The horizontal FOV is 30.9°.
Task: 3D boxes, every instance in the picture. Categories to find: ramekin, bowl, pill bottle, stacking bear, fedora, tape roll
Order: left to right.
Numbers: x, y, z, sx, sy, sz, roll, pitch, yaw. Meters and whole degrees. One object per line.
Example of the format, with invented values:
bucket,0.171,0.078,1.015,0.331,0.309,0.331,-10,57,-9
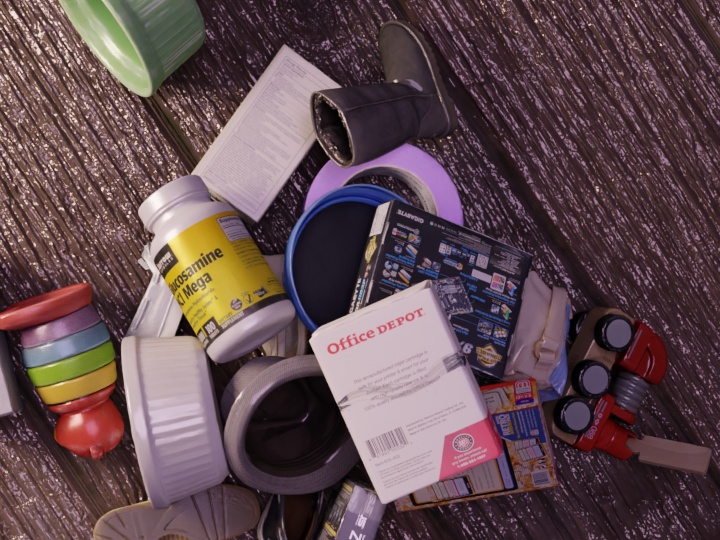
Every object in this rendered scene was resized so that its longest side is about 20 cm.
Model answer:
stacking bear,-0.342,0.126,1.549,0.113,0.121,0.201,-17,98,-2
ramekin,-0.274,-0.315,1.545,0.098,0.200,0.200,-39,92,-16
ramekin,-0.212,0.168,1.510,0.094,0.202,0.204,-12,87,-5
pill bottle,-0.170,-0.004,1.496,0.112,0.112,0.201,-31,79,-9
fedora,-0.085,0.165,1.515,0.199,0.090,0.178,15,105,-41
bowl,0.000,0.000,1.542,0.200,0.039,0.202,4,82,-27
tape roll,0.025,-0.059,1.630,0.199,0.066,0.201,1,86,-7

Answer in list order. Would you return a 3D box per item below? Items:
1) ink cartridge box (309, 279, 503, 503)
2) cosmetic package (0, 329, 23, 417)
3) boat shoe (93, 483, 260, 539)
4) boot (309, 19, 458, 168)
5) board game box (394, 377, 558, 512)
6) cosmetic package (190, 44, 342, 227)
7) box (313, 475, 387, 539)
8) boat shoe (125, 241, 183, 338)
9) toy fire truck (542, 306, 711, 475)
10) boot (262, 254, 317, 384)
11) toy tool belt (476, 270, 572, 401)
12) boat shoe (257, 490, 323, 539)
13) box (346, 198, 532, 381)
ink cartridge box,0.051,0.129,1.425,0.144,0.084,0.201,-23,95,7
cosmetic package,-0.463,0.082,1.532,0.090,0.107,0.201,-12,86,-9
boat shoe,-0.223,0.303,1.579,0.200,0.063,0.074,-12,83,-15
boot,0.013,-0.217,1.583,0.199,0.073,0.182,-17,71,-37
board game box,0.122,0.208,1.532,0.199,0.046,0.152,-11,131,9
cosmetic package,-0.113,-0.165,1.614,0.103,0.073,0.200,36,82,-4
box,-0.026,0.325,1.526,0.049,0.200,0.162,20,83,-4
boat shoe,-0.237,-0.002,1.587,0.071,0.070,0.202,17,85,-8
toy fire truck,0.344,0.164,1.639,0.199,0.129,0.177,31,82,-16
boot,-0.132,0.068,1.593,0.154,0.072,0.201,9,108,7
toy tool belt,0.214,0.110,1.611,0.123,0.125,0.201,26,64,-34
boat shoe,-0.064,0.247,1.586,0.072,0.068,0.201,23,73,-19
box,0.095,0.025,1.534,0.199,0.046,0.160,20,75,-20
